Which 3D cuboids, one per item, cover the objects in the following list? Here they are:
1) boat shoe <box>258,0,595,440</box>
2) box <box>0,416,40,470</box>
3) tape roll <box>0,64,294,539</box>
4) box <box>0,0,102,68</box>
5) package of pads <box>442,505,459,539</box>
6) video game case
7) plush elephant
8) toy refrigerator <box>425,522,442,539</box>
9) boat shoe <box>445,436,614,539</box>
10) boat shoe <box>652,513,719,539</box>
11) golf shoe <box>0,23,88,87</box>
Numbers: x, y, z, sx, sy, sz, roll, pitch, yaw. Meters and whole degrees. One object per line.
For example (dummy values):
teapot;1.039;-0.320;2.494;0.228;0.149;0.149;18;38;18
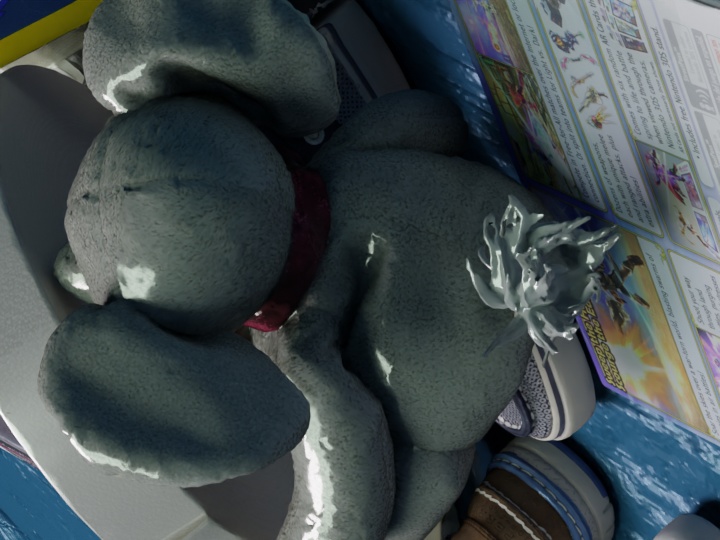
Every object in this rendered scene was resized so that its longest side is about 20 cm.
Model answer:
boat shoe;0.000;0.000;0.960;0.200;0.093;0.075;55;159;-13
box;-0.112;0.025;1.144;0.115;0.133;0.200;34;172;-37
tape roll;-0.079;0.021;0.924;0.203;0.037;0.203;52;-164;-21
box;-0.149;-0.141;0.967;0.064;0.070;0.200;63;178;-31
package of pads;-0.032;0.118;1.263;0.200;0.068;0.155;36;155;32
video game case;0.114;-0.019;0.760;0.181;0.045;0.201;27;150;48
plush elephant;-0.028;0.003;0.800;0.154;0.166;0.200;19;159;-11
toy refrigerator;-0.005;0.141;1.073;0.076;0.070;0.201;-141;44;-62
boat shoe;0.060;0.142;1.108;0.072;0.072;0.200;38;156;29
boat shoe;0.129;0.174;1.025;0.071;0.070;0.200;37;156;31
golf shoe;-0.132;-0.071;1.087;0.200;0.072;0.093;179;78;-75
